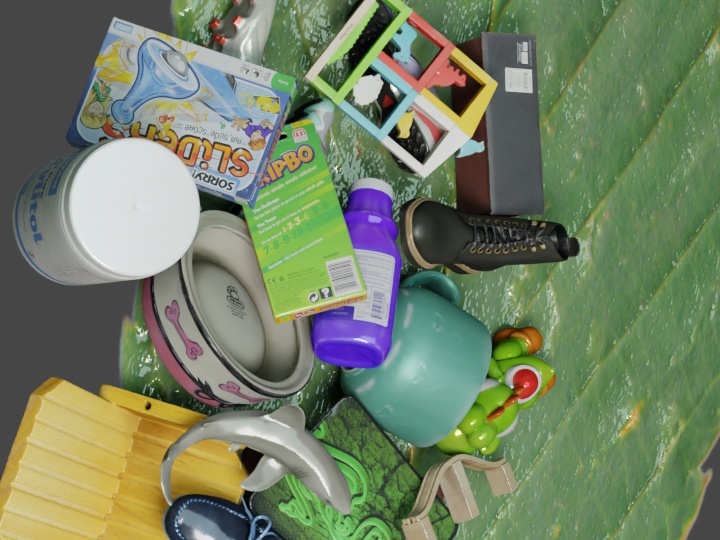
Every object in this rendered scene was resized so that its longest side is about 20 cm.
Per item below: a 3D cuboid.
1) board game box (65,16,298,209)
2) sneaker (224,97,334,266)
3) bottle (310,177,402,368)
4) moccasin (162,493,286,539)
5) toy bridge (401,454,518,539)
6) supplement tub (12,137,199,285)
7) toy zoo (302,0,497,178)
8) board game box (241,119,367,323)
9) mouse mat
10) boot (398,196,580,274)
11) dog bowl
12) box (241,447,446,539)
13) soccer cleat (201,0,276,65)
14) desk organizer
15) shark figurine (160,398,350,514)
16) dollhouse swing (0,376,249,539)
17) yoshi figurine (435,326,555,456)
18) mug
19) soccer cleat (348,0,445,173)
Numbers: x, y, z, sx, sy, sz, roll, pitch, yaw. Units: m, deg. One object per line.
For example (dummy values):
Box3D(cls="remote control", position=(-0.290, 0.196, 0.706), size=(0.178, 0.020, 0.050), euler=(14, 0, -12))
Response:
Box3D(cls="board game box", position=(-0.177, -0.157, 1.657), size=(0.199, 0.034, 0.136), euler=(18, 80, 7))
Box3D(cls="sneaker", position=(-0.054, -0.071, 1.755), size=(0.140, 0.078, 0.201), euler=(37, 81, -22))
Box3D(cls="bottle", position=(0.000, 0.000, 1.695), size=(0.083, 0.065, 0.201), euler=(7, 59, 1))
Box3D(cls="moccasin", position=(-0.095, 0.272, 1.595), size=(0.199, 0.068, 0.081), euler=(31, 78, -23))
Box3D(cls="toy bridge", position=(0.101, 0.228, 1.728), size=(0.200, 0.027, 0.068), euler=(-23, 92, -55))
Box3D(cls="supplement tub", position=(-0.246, -0.054, 1.580), size=(0.131, 0.200, 0.133), euler=(2, 86, -26))
Box3D(cls="toy zoo", position=(0.055, -0.192, 1.769), size=(0.200, 0.020, 0.131), euler=(39, 86, -10))
Box3D(cls="board game box", position=(-0.066, -0.052, 1.659), size=(0.095, 0.030, 0.201), euler=(-15, 71, -7))
Box3D(cls="mouse mat", position=(-0.003, 0.248, 1.684), size=(0.161, 0.008, 0.200), euler=(-46, 107, -21))
Box3D(cls="boot", position=(0.137, -0.040, 1.760), size=(0.200, 0.138, 0.078), euler=(6, 82, -62))
Box3D(cls="dog bowl", position=(-0.134, 0.045, 1.628), size=(0.200, 0.074, 0.201), euler=(40, 34, -35))
Box3D(cls="box", position=(-0.021, 0.236, 1.734), size=(0.199, 0.100, 0.075), euler=(16, 80, -25))
Box3D(cls="soccer cleat", position=(-0.132, -0.203, 1.726), size=(0.077, 0.069, 0.201), euler=(32, 78, -31))
Box3D(cls="desk organizer", position=(0.151, -0.159, 1.857), size=(0.071, 0.077, 0.201), euler=(-1, 88, -27))
Box3D(cls="shark figurine", position=(-0.099, 0.155, 1.584), size=(0.213, 0.090, 0.129), euler=(11, 54, -29))
Box3D(cls="dollhouse swing", position=(-0.225, 0.215, 1.577), size=(0.181, 0.176, 0.201), euler=(16, 78, 12))
Box3D(cls="yoshi figurine", position=(0.135, 0.140, 1.806), size=(0.112, 0.112, 0.200), euler=(27, 30, 15))
Box3D(cls="mug", position=(0.046, 0.087, 1.762), size=(0.114, 0.185, 0.152), euler=(30, 106, -22))
Box3D(cls="soccer cleat", position=(0.045, -0.207, 1.822), size=(0.073, 0.068, 0.201), euler=(-25, 95, -50))
